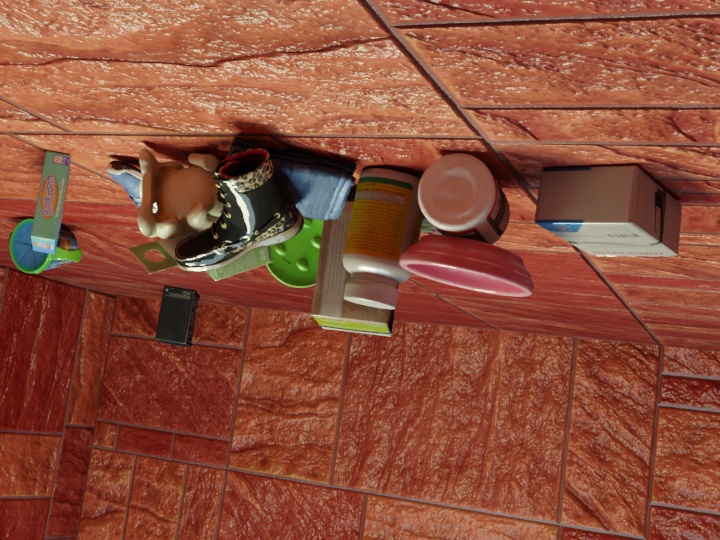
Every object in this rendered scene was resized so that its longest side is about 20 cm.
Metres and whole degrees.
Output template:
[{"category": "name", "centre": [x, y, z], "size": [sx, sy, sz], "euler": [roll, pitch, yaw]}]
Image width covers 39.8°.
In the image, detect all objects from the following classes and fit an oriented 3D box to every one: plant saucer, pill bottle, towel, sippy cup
[{"category": "plant saucer", "centre": [0.157, -0.009, 1.447], "size": [0.198, 0.051, 0.201], "euler": [14, 174, 1]}, {"category": "pill bottle", "centre": [0.034, -0.047, 1.538], "size": [0.112, 0.202, 0.113], "euler": [11, 173, 1]}, {"category": "pill bottle", "centre": [0.158, -0.092, 1.454], "size": [0.110, 0.112, 0.200], "euler": [5, 171, 18]}, {"category": "towel", "centre": [-0.113, -0.134, 1.503], "size": [0.198, 0.049, 0.112], "euler": [8, 137, -19]}, {"category": "sippy cup", "centre": [-0.789, -0.061, 2.506], "size": [0.140, 0.178, 0.130], "euler": [-43, 164, 18]}]

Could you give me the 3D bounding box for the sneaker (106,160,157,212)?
[{"category": "sneaker", "centre": [-0.363, -0.117, 1.727], "size": [0.200, 0.077, 0.076], "euler": [39, 177, -30]}]

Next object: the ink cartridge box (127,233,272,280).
[{"category": "ink cartridge box", "centre": [-0.260, -0.025, 1.607], "size": [0.198, 0.048, 0.145], "euler": [-19, -155, -21]}]

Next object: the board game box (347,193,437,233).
[{"category": "board game box", "centre": [0.059, -0.101, 1.765], "size": [0.199, 0.033, 0.119], "euler": [15, 172, -39]}]

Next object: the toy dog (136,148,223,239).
[{"category": "toy dog", "centre": [-0.238, -0.107, 1.593], "size": [0.198, 0.141, 0.194], "euler": [-4, 153, 8]}]

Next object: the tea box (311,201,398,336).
[{"category": "tea box", "centre": [0.000, 0.000, 1.721], "size": [0.132, 0.202, 0.197], "euler": [6, 170, 4]}]

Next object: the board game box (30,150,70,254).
[{"category": "board game box", "centre": [-0.559, -0.118, 1.793], "size": [0.045, 0.154, 0.200], "euler": [10, 171, -16]}]

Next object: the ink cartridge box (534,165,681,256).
[{"category": "ink cartridge box", "centre": [0.360, -0.082, 1.427], "size": [0.143, 0.085, 0.199], "euler": [2, 169, 36]}]

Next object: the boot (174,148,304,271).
[{"category": "boot", "centre": [-0.197, -0.089, 1.448], "size": [0.202, 0.074, 0.154], "euler": [-19, 138, 2]}]

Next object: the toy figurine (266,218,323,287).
[{"category": "toy figurine", "centre": [-0.155, -0.063, 1.959], "size": [0.199, 0.151, 0.184], "euler": [34, 175, -15]}]

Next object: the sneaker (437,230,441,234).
[{"category": "sneaker", "centre": [0.160, -0.067, 1.670], "size": [0.073, 0.082, 0.200], "euler": [4, 159, 9]}]

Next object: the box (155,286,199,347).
[{"category": "box", "centre": [-0.677, 0.174, 3.682], "size": [0.122, 0.201, 0.200], "euler": [8, 171, -3]}]
